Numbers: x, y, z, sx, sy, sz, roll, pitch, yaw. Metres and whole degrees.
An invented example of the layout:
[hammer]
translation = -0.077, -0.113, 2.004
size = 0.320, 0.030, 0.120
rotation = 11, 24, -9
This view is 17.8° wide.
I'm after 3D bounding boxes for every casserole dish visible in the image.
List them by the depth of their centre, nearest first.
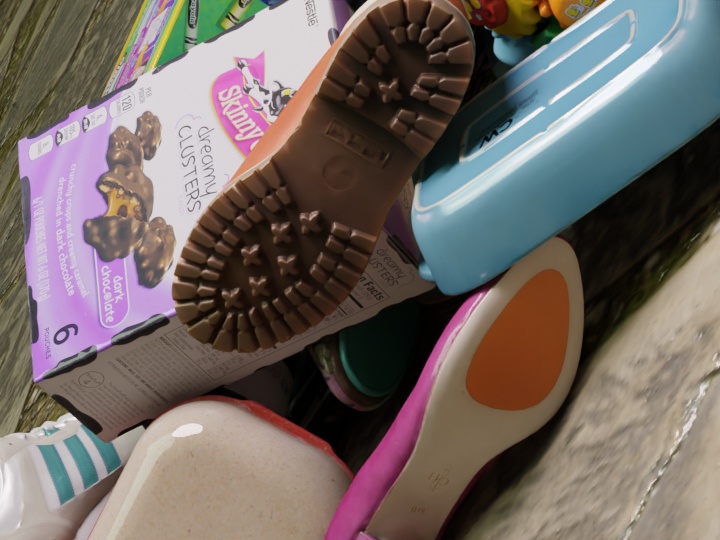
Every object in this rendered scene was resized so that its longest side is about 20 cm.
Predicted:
[casserole dish]
translation = 0.092, -0.068, 1.002
size = 0.199, 0.039, 0.121
rotation = -36, 20, 23

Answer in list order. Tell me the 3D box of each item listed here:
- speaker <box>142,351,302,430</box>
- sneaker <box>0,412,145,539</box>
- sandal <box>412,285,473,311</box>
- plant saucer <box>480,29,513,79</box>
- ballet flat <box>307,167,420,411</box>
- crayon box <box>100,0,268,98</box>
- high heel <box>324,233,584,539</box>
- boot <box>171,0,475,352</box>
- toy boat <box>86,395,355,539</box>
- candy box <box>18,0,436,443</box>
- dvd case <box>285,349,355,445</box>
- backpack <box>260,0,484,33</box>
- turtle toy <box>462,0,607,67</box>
[speaker]
translation = -0.062, 0.007, 1.268
size = 0.081, 0.081, 0.201
rotation = -43, 25, 48
[sneaker]
translation = -0.168, 0.103, 1.231
size = 0.070, 0.093, 0.200
rotation = -34, 19, 46
[sandal]
translation = 0.072, -0.050, 1.122
size = 0.200, 0.054, 0.082
rotation = -40, 29, 52
[plant saucer]
translation = 0.124, -0.191, 1.240
size = 0.201, 0.019, 0.070
rotation = -56, 19, 21
[ballet flat]
translation = 0.000, 0.000, 1.224
size = 0.071, 0.069, 0.201
rotation = -17, 41, 34
[crayon box]
translation = -0.100, -0.146, 1.406
size = 0.119, 0.058, 0.201
rotation = -27, 39, 63
[high heel]
translation = 0.038, 0.065, 1.042
size = 0.096, 0.067, 0.202
rotation = -133, 58, -63
[boot]
translation = -0.013, -0.051, 1.061
size = 0.200, 0.075, 0.107
rotation = -51, 10, 19
[toy boat]
translation = -0.074, 0.166, 1.174
size = 0.201, 0.130, 0.131
rotation = -62, -13, 2
[candy box]
translation = -0.073, -0.032, 1.180
size = 0.199, 0.072, 0.169
rotation = -26, 48, 17
[dvd case]
translation = -0.062, 0.107, 1.338
size = 0.201, 0.025, 0.151
rotation = -57, 18, 22
[backpack]
translation = 0.015, -0.177, 1.312
size = 0.183, 0.134, 0.200
rotation = -60, 2, -34
[turtle toy]
translation = 0.069, -0.175, 1.090
size = 0.101, 0.200, 0.146
rotation = -41, 1, -20
